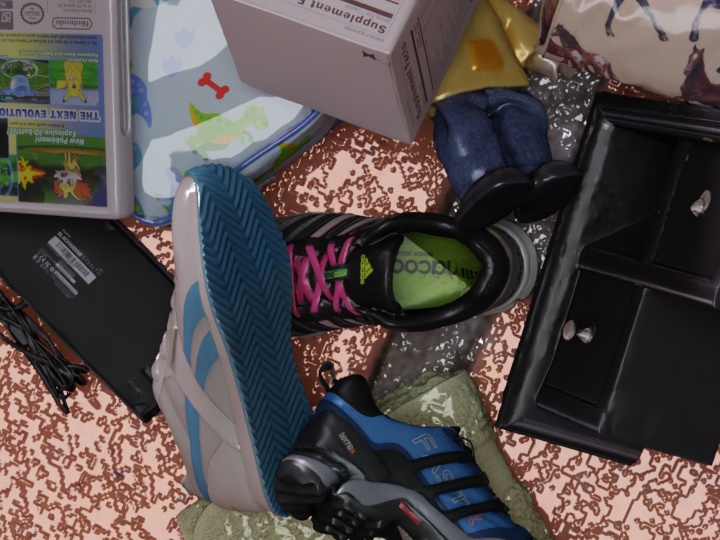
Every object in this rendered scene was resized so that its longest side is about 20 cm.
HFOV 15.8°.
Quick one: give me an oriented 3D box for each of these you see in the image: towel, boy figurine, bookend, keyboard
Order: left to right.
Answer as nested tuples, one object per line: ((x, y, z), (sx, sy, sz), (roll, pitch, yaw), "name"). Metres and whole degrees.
((-0.182, 0.008, 1.537), (0.104, 0.040, 0.200), (-42, 82, -19), "keyboard")
((0.005, 0.161, 1.500), (0.199, 0.036, 0.149), (-29, 86, 6), "towel")
((0.064, -0.123, 1.470), (0.123, 0.064, 0.201), (-5, 65, -25), "boy figurine")
((0.176, 0.017, 1.391), (0.092, 0.199, 0.201), (16, 92, -21), "bookend")

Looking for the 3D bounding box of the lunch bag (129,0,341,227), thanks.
((-0.107, -0.136, 1.497), (0.160, 0.082, 0.201), (-36, 84, 8), "lunch bag")

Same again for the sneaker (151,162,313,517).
((-0.082, 0.040, 1.453), (0.080, 0.076, 0.202), (-1, 102, 38), "sneaker")

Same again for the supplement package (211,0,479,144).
((0.014, -0.192, 1.402), (0.109, 0.114, 0.201), (21, 71, 16), "supplement package")

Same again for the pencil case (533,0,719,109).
((0.195, -0.128, 1.376), (0.199, 0.078, 0.090), (18, 114, 6), "pencil case")

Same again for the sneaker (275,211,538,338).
((0.000, 0.000, 1.478), (0.198, 0.087, 0.074), (-3, 89, 8), "sneaker")

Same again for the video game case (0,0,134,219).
((-0.217, -0.126, 1.474), (0.199, 0.022, 0.184), (4, 100, 28), "video game case")

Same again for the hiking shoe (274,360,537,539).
((0.054, 0.129, 1.438), (0.199, 0.074, 0.087), (30, 64, -11), "hiking shoe")
